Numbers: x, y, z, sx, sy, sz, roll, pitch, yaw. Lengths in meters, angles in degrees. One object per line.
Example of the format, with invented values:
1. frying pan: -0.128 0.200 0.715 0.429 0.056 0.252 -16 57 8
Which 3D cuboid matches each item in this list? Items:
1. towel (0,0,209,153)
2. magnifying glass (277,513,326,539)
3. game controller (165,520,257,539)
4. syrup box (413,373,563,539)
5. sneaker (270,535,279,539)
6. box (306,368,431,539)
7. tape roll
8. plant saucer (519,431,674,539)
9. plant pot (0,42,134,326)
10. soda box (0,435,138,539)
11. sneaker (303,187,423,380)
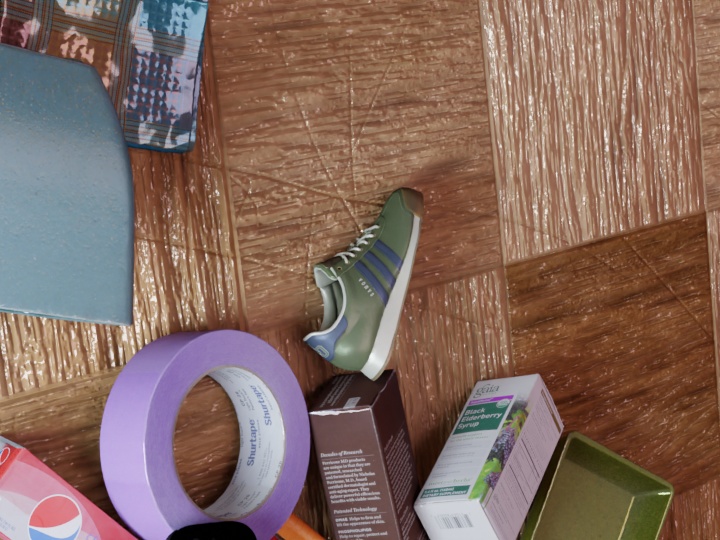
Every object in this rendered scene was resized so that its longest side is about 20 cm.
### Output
1. towel: -0.225 -0.186 1.262 0.199 0.022 0.148 6 91 -36
2. magnifying glass: -0.003 0.299 1.391 0.199 0.022 0.080 38 113 -1
3. game controller: -0.119 0.315 1.221 0.104 0.042 0.202 2 78 -39
4. syrup box: 0.135 0.199 1.488 0.082 0.078 0.200 62 37 -25
5. sneaker: -0.056 0.333 1.384 0.071 0.112 0.201 -35 114 -27
6. box: 0.011 0.210 1.420 0.100 0.074 0.202 -48 130 -68
7. tape roll: -0.137 0.155 1.308 0.199 0.065 0.202 6 82 -46
8. plant saucer: 0.252 0.303 1.648 0.199 0.048 0.201 29 78 -35
9. plant pot: -0.288 -0.071 1.125 0.195 0.196 0.202 11 85 -35
10. soda box: -0.255 0.231 1.258 0.200 0.063 0.070 46 69 -30
11. sneaker: 0.000 0.000 1.417 0.089 0.067 0.202 18 70 -13
